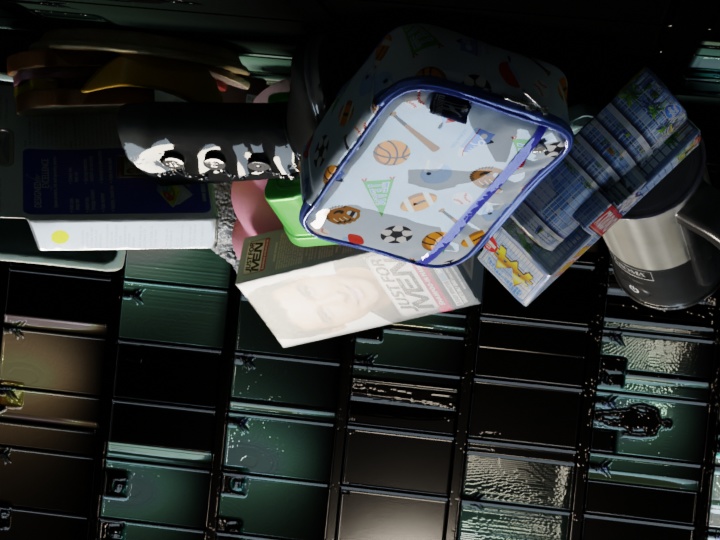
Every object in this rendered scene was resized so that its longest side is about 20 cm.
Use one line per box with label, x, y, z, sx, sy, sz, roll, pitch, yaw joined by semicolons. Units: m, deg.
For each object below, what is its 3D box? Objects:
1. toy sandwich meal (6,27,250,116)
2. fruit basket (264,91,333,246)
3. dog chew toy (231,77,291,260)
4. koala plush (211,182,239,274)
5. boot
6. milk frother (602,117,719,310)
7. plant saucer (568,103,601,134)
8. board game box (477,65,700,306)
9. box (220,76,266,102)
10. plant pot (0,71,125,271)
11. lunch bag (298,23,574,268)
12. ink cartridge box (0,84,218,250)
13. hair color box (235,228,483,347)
toy sandwich meal;-0.193;-0.156;1.476;0.205;0.070;0.205;6;180;0
fruit basket;0.034;-0.099;1.503;0.215;0.156;0.216;1;170;0
dog chew toy;-0.064;-0.078;1.641;0.124;0.200;0.125;15;-146;-10
koala plush;-0.041;-0.053;1.796;0.200;0.178;0.184;17;166;37
boot;-0.095;-0.121;1.364;0.199;0.066;0.165;5;147;21
milk frother;0.312;-0.084;1.616;0.180;0.200;0.188;14;160;25
plant saucer;0.147;-0.117;1.684;0.200;0.019;0.070;-19;166;35
board game box;0.177;-0.060;1.399;0.062;0.200;0.200;46;-172;8
box;-0.191;-0.157;1.712;0.100;0.075;0.200;6;178;-41
plant pot;-0.356;-0.123;1.923;0.196;0.196;0.200;6;-169;-17
lunch bag;0.056;-0.084;1.259;0.160;0.076;0.200;17;141;-23
ink cartridge box;-0.228;-0.089;1.501;0.199;0.047;0.198;-1;-141;-9
hair color box;0.000;0.000;1.588;0.200;0.061;0.099;-13;135;23
